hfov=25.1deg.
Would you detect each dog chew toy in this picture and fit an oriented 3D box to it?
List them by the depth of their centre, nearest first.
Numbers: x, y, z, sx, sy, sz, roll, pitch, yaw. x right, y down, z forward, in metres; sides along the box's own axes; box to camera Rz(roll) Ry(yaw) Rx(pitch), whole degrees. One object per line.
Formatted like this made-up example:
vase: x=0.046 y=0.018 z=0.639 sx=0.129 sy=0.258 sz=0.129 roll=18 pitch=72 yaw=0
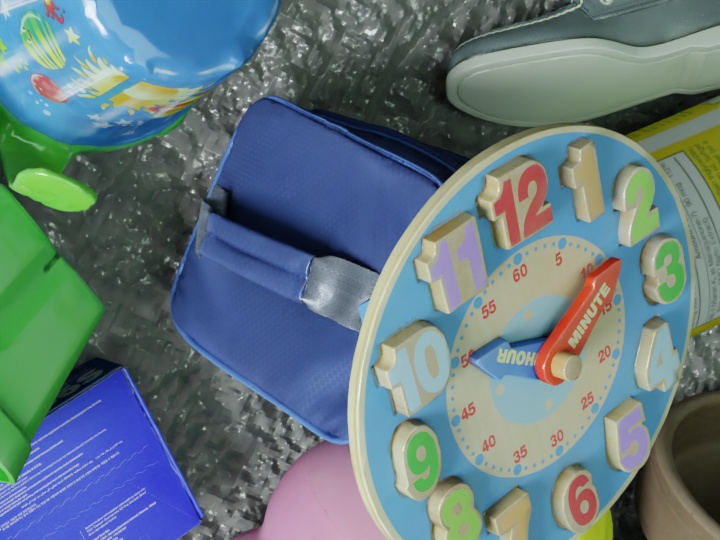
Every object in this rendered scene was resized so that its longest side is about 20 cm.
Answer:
dog chew toy: x=-0.030 y=0.177 z=0.844 sx=0.200 sy=0.125 sz=0.125 roll=-40 pitch=115 yaw=2

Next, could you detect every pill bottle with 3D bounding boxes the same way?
pill bottle: x=0.162 y=-0.020 z=0.864 sx=0.199 sy=0.114 sz=0.115 roll=-22 pitch=111 yaw=-14

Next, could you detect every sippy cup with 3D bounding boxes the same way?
sippy cup: x=-0.101 y=-0.123 z=0.707 sx=0.139 sy=0.130 sz=0.179 roll=-15 pitch=97 yaw=-27

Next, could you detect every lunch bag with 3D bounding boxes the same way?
lunch bag: x=0.000 y=0.000 z=0.766 sx=0.132 sy=0.200 sz=0.137 roll=18 pitch=96 yaw=-43

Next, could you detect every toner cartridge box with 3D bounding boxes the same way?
toner cartridge box: x=-0.183 y=0.135 z=0.785 sx=0.199 sy=0.043 sz=0.095 roll=-33 pitch=108 yaw=-24

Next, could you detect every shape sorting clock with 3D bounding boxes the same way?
shape sorting clock: x=0.076 y=0.037 z=0.682 sx=0.199 sy=0.039 sz=0.201 roll=-11 pitch=109 yaw=-36

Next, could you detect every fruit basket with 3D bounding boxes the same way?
fruit basket: x=-0.247 y=0.025 z=0.710 sx=0.215 sy=0.155 sz=0.217 roll=-2 pitch=94 yaw=-34

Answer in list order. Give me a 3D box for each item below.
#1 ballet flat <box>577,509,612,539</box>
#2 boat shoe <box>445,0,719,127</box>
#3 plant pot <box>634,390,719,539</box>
ballet flat: x=0.088 y=0.209 z=0.832 sx=0.067 sy=0.067 sz=0.201 roll=26 pitch=92 yaw=-23
boat shoe: x=0.135 y=-0.126 z=0.866 sx=0.199 sy=0.073 sz=0.062 roll=-10 pitch=65 yaw=-11
plant pot: x=0.235 y=0.194 z=0.928 sx=0.199 sy=0.201 sz=0.175 roll=3 pitch=121 yaw=-22
